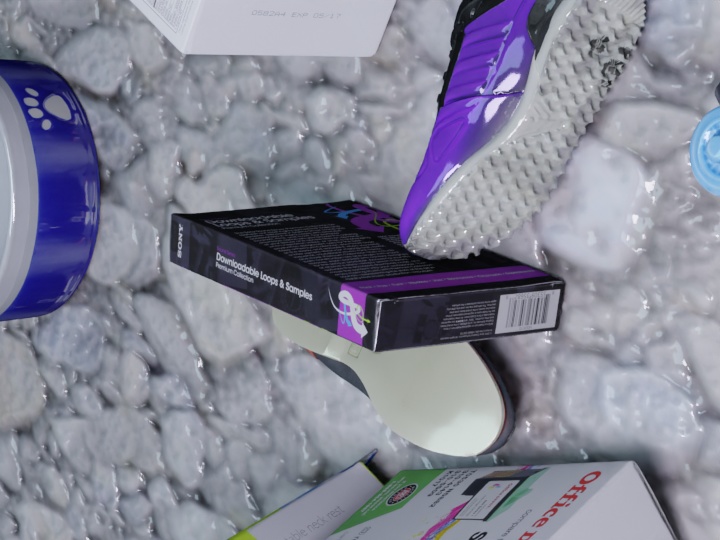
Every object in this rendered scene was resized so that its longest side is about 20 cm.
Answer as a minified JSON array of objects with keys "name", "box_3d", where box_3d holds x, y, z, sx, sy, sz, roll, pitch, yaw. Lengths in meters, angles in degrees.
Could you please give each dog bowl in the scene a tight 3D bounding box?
[{"name":"dog bowl","box_3d":[-0.282,-0.061,1.699,0.200,0.079,0.201,6,98,49]}]

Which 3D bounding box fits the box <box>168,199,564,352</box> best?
[{"name":"box","box_3d":[0.000,0.000,1.319,0.200,0.143,0.036,24,112,47]}]

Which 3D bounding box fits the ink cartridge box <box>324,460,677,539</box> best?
[{"name":"ink cartridge box","box_3d":[0.061,0.179,1.246,0.200,0.145,0.084,-9,114,50]}]

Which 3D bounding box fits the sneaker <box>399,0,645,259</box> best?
[{"name":"sneaker","box_3d":[0.078,-0.101,1.273,0.200,0.069,0.100,-55,46,20]}]

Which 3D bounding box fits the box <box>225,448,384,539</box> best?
[{"name":"box","box_3d":[-0.056,0.194,1.374,0.048,0.200,0.122,43,126,16]}]

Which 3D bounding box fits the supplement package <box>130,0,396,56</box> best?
[{"name":"supplement package","box_3d":[-0.078,-0.246,1.382,0.200,0.151,0.151,46,125,38]}]

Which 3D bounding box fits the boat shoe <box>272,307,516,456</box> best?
[{"name":"boat shoe","box_3d":[0.027,0.057,1.355,0.200,0.063,0.071,31,90,42]}]

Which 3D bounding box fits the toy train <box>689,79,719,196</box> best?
[{"name":"toy train","box_3d":[0.241,-0.030,1.080,0.114,0.086,0.201,-39,62,34]}]
